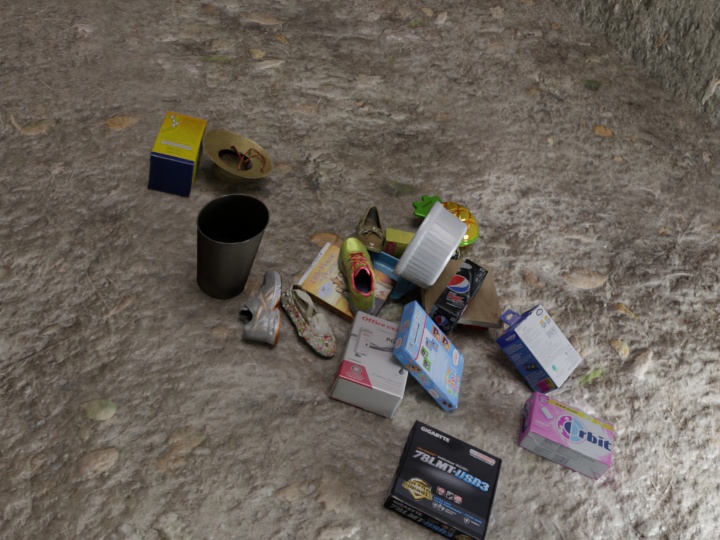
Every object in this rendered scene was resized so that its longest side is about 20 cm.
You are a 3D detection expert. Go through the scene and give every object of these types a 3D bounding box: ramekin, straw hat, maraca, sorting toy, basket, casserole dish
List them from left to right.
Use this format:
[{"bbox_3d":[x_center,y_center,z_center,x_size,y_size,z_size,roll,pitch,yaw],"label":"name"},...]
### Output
[{"bbox_3d":[-0.295,-0.044,1.642,0.136,0.201,0.180,34,45,13],"label":"basket"},{"bbox_3d":[-0.337,-0.276,1.949,0.200,0.085,0.202,23,37,-19],"label":"straw hat"},{"bbox_3d":[0.044,0.006,1.845,0.199,0.039,0.121,27,42,5],"label":"casserole dish"},{"bbox_3d":[0.167,-0.053,1.740,0.097,0.201,0.201,32,43,4],"label":"ramekin"},{"bbox_3d":[0.232,-0.138,2.014,0.200,0.107,0.137,38,46,18],"label":"maraca"},{"bbox_3d":[0.235,0.067,1.835,0.197,0.070,0.201,9,44,-13],"label":"sorting toy"}]

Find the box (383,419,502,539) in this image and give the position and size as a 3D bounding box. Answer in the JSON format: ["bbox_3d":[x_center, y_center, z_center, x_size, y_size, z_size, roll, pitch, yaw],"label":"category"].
[{"bbox_3d":[0.168,0.419,1.466,0.199,0.050,0.199,25,43,4],"label":"box"}]

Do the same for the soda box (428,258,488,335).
[{"bbox_3d":[0.228,0.059,1.735,0.063,0.071,0.200,30,44,12],"label":"soda box"}]

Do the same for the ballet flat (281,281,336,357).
[{"bbox_3d":[-0.116,0.105,1.659,0.075,0.064,0.200,-13,52,-44],"label":"ballet flat"}]

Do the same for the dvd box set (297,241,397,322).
[{"bbox_3d":[-0.032,0.035,1.760,0.199,0.029,0.147,30,62,10],"label":"dvd box set"}]

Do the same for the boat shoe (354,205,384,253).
[{"bbox_3d":[0.028,-0.106,1.894,0.073,0.063,0.201,18,23,-6],"label":"boat shoe"}]

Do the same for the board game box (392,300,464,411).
[{"bbox_3d":[0.154,0.187,1.625,0.200,0.036,0.152,48,36,-24],"label":"board game box"}]

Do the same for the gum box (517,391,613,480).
[{"bbox_3d":[0.446,0.359,1.621,0.199,0.066,0.114,23,43,3],"label":"gum box"}]

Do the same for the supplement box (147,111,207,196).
[{"bbox_3d":[-0.470,-0.301,1.904,0.109,0.109,0.201,12,43,-10],"label":"supplement box"}]

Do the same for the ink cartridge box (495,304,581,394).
[{"bbox_3d":[0.412,0.174,1.746,0.136,0.076,0.200,-33,86,-43],"label":"ink cartridge box"}]

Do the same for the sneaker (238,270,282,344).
[{"bbox_3d":[-0.223,0.074,1.648,0.091,0.076,0.201,6,43,-10],"label":"sneaker"}]

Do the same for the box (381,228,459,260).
[{"bbox_3d":[0.151,-0.052,1.920,0.199,0.075,0.050,12,43,-11],"label":"box"}]

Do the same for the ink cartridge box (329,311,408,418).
[{"bbox_3d":[0.030,0.200,1.607,0.146,0.083,0.201,19,43,-2],"label":"ink cartridge box"}]

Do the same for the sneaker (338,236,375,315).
[{"bbox_3d":[0.000,0.000,1.714,0.078,0.090,0.201,-9,61,-11],"label":"sneaker"}]
